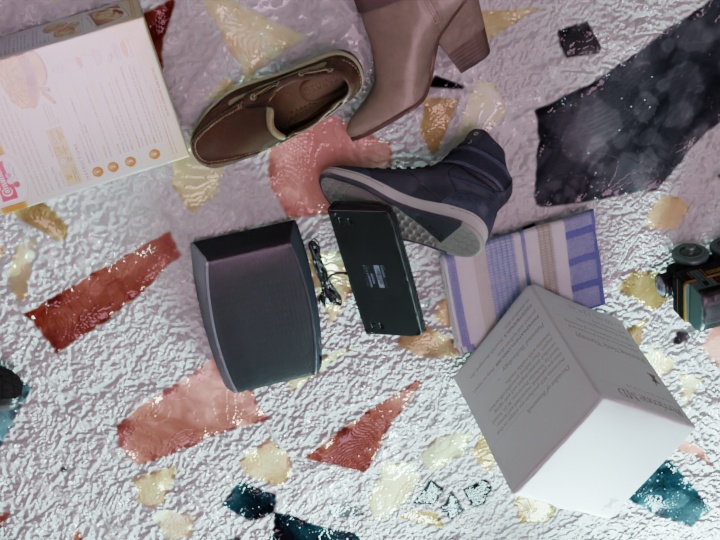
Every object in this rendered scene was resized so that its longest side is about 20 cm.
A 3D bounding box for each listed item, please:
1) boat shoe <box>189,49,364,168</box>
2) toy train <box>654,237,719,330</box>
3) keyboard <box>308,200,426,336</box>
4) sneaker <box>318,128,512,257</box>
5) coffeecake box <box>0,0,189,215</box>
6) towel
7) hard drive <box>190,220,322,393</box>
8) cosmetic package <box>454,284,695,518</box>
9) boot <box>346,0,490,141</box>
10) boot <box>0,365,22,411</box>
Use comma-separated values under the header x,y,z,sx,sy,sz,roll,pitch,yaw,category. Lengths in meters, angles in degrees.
x,y,z,sx,sy,sz,roll,pitch,yaw,category
-0.092,-0.162,1.211,0.202,0.075,0.075,-29,112,16,boat shoe
0.469,0.011,1.460,0.200,0.114,0.085,-12,121,-9,toy train
0.000,0.000,1.340,0.127,0.021,0.200,3,134,20,keyboard
0.069,-0.102,1.313,0.202,0.146,0.077,20,144,17,sneaker
-0.290,-0.163,1.175,0.200,0.073,0.154,-18,122,-5,coffeecake box
0.197,0.013,1.439,0.200,0.024,0.147,-18,122,-6,towel
-0.114,0.048,1.358,0.135,0.042,0.200,-12,121,-6,hard drive
0.249,0.157,1.411,0.167,0.200,0.166,20,119,-34,cosmetic package
0.034,-0.245,1.232,0.200,0.070,0.146,-34,114,8,boot
-0.474,0.170,1.321,0.200,0.070,0.132,2,121,-4,boot
